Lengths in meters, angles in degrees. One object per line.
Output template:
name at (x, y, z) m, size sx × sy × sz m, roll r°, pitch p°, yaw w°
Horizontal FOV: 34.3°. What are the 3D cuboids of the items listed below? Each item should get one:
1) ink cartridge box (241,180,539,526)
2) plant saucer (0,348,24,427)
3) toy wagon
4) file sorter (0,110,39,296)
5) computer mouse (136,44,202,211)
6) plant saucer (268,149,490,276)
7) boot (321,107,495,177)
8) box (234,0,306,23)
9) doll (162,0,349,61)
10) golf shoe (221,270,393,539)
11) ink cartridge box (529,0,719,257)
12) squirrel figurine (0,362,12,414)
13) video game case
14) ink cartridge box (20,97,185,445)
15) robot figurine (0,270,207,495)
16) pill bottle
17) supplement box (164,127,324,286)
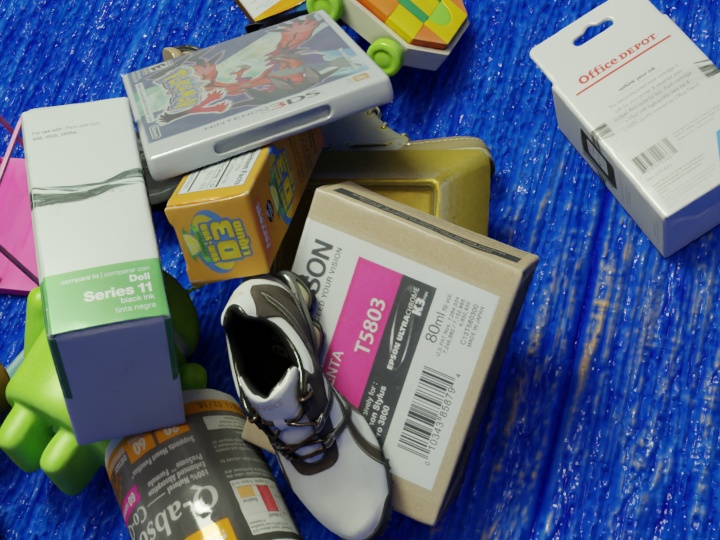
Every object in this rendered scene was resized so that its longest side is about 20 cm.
ink cartridge box at (0.020, 0.057, 0.851) m, size 0.163 × 0.075 × 0.203 m, roll 21°, pitch 103°, yaw 14°
plant saucer at (-0.256, 0.062, 1.033) m, size 0.070 × 0.019 × 0.201 m, roll 32°, pitch 74°, yaw 28°
toy wagon at (0.006, -0.263, 1.044) m, size 0.199 × 0.040 × 0.156 m, roll 39°, pitch 44°, yaw -6°
file sorter at (-0.375, -0.072, 1.078) m, size 0.197 × 0.126 × 0.141 m, roll 5°, pitch 64°, yaw 19°
computer mouse at (-0.155, -0.124, 1.088) m, size 0.137 × 0.053 × 0.202 m, roll 11°, pitch 56°, yaw 20°
plant saucer at (0.000, 0.000, 0.928) m, size 0.197 × 0.048 × 0.203 m, roll 1°, pitch 85°, yaw 17°
boot at (0.015, -0.127, 1.025) m, size 0.197 × 0.072 × 0.157 m, roll -9°, pitch 58°, yaw 12°
box at (-0.091, -0.323, 1.180) m, size 0.118 × 0.042 × 0.201 m, roll -34°, pitch 56°, yaw -2°
doll at (-0.071, -0.208, 1.047) m, size 0.198 × 0.049 × 0.136 m, roll -27°, pitch 28°, yaw -24°
golf shoe at (-0.045, 0.101, 0.790) m, size 0.077 × 0.094 × 0.202 m, roll -26°, pitch 89°, yaw 19°
ink cartridge box at (0.238, -0.126, 0.956) m, size 0.115 × 0.067 × 0.201 m, roll -31°, pitch 59°, yaw -1°
squirrel figurine at (-0.362, 0.154, 0.957) m, size 0.185 × 0.142 × 0.202 m, roll -28°, pitch 74°, yaw -1°
video game case at (-0.086, -0.141, 0.892) m, size 0.180 × 0.023 × 0.200 m, roll -20°, pitch 29°, yaw -7°
ink cartridge box at (-0.185, -0.002, 0.838) m, size 0.082 × 0.147 × 0.202 m, roll -10°, pitch 56°, yaw -11°
robot figurine at (-0.208, 0.078, 0.949) m, size 0.174 × 0.116 × 0.201 m, roll 22°, pitch 66°, yaw 17°
pill bottle at (-0.105, 0.197, 0.856) m, size 0.115 × 0.117 × 0.201 m, roll -30°, pitch 58°, yaw -1°
supplement box at (-0.080, -0.071, 0.860) m, size 0.068 × 0.067 × 0.201 m, roll -6°, pitch 31°, yaw 17°
